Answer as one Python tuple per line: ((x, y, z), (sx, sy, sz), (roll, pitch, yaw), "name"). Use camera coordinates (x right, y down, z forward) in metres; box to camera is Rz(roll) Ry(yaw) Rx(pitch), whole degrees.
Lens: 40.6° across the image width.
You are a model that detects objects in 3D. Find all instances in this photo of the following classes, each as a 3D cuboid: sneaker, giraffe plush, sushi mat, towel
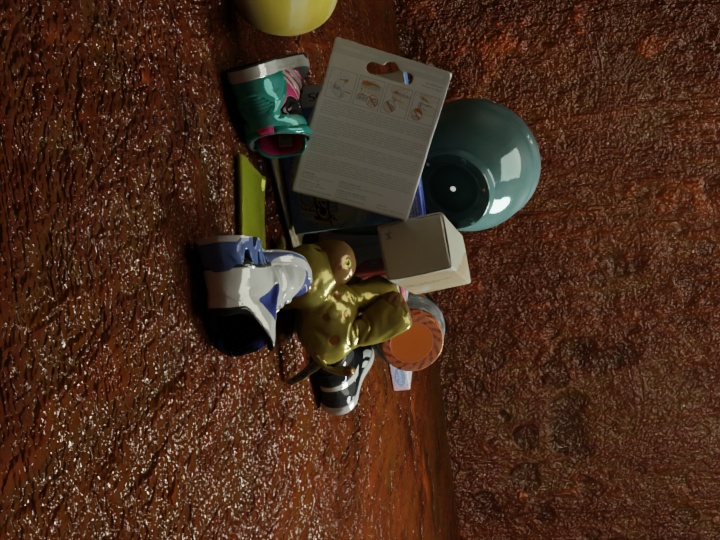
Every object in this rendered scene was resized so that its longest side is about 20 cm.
((-0.098, -0.202, 1.208), (0.200, 0.083, 0.121), (-47, 126, -68), "sneaker")
((-0.116, 0.033, 1.015), (0.199, 0.080, 0.115), (22, 66, -72), "sneaker")
((-0.050, 0.028, 1.268), (0.200, 0.172, 0.162), (-43, 123, -35), "giraffe plush")
((-0.104, -0.122, 1.352), (0.096, 0.012, 0.200), (-81, 163, -55), "sushi mat")
((-0.125, -0.031, 1.148), (0.086, 0.018, 0.200), (57, 28, -72), "towel")
((-0.025, 0.116, 1.495), (0.200, 0.073, 0.112), (-80, 163, -55), "sneaker")

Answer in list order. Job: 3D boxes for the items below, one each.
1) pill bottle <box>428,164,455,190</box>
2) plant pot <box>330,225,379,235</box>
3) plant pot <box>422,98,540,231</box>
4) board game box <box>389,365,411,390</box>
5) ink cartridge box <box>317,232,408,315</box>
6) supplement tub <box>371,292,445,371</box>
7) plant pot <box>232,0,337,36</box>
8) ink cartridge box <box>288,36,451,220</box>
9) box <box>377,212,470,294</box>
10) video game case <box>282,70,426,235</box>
((0.140, -0.223, 2.337), (0.114, 0.200, 0.114), (-6, 90, -81), "pill bottle")
((-0.009, -0.143, 1.441), (0.201, 0.161, 0.201), (-8, 90, -89), "plant pot")
((0.154, -0.140, 1.449), (0.134, 0.200, 0.201), (-49, 135, -54), "plant pot")
((0.090, 0.144, 2.286), (0.199, 0.043, 0.200), (-75, 158, -62), "board game box")
((0.000, 0.000, 1.496), (0.200, 0.145, 0.085), (-76, 155, -63), "ink cartridge box")
((0.064, 0.074, 1.554), (0.200, 0.122, 0.123), (-112, -169, -66), "supplement tub")
((-0.088, -0.380, 1.123), (0.189, 0.200, 0.201), (102, -12, -64), "plant pot")
((0.010, -0.180, 1.248), (0.050, 0.162, 0.200), (-128, -126, -73), "ink cartridge box")
((0.093, -0.021, 1.369), (0.200, 0.095, 0.078), (23, 56, -74), "box")
((-0.014, -0.158, 1.320), (0.045, 0.181, 0.200), (-57, 139, -75), "video game case")
